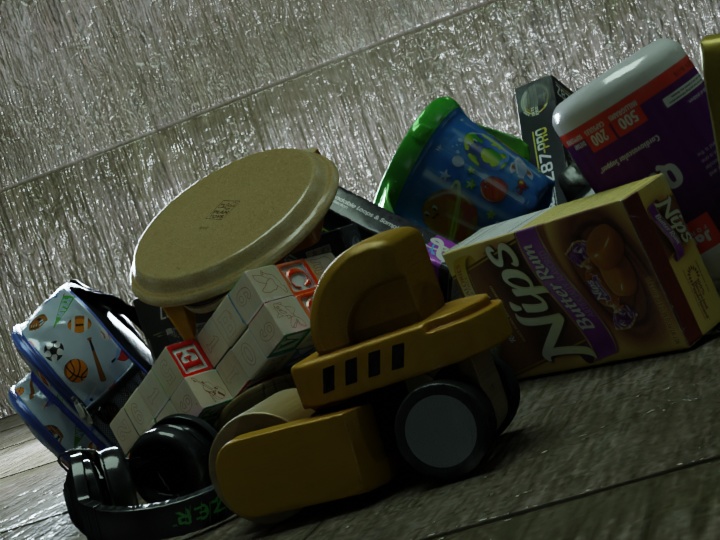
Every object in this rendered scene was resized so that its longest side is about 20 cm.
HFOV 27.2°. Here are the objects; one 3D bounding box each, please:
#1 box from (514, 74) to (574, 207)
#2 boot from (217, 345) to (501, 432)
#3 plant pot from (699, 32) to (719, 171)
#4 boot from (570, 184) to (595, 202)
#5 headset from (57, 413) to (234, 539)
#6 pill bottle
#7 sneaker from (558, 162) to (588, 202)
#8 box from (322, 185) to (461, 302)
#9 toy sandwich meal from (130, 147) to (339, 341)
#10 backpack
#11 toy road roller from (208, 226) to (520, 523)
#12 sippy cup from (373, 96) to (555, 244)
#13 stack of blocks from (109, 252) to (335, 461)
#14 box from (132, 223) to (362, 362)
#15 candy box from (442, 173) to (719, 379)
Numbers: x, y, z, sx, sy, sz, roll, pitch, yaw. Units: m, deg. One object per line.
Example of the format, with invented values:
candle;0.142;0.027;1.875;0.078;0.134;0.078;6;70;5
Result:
box;0.227;-0.082;1.470;0.049;0.162;0.200;-18;-26;31
boot;0.005;0.092;1.116;0.199;0.072;0.155;-19;-1;14
plant pot;0.376;-0.089;1.017;0.199;0.196;0.194;-6;9;37
boot;0.249;-0.008;1.208;0.168;0.200;0.076;-54;-3;-2
headset;-0.153;0.160;1.054;0.123;0.094;0.200;-20;17;-35
pill bottle;0.238;-0.064;1.113;0.112;0.200;0.112;-33;1;1
sneaker;0.219;-0.021;1.341;0.091;0.076;0.200;-35;-45;9
box;0.000;0.000;1.292;0.200;0.143;0.036;27;50;23
toy sandwich meal;-0.091;-0.023;1.172;0.205;0.070;0.205;-23;29;14
backpack;-0.244;0.106;1.397;0.154;0.191;0.200;-36;5;-12
toy road roller;-0.003;0.059;0.918;0.199;0.147;0.123;-18;1;17
sippy cup;0.097;-0.066;1.331;0.178;0.130;0.140;-58;-11;-14
stack of blocks;-0.094;0.076;1.124;0.115;0.059;0.200;-15;-26;-43
box;-0.073;0.067;1.242;0.199;0.161;0.044;-19;1;19
candy box;0.162;0.010;1.112;0.056;0.117;0.200;-31;8;-36
